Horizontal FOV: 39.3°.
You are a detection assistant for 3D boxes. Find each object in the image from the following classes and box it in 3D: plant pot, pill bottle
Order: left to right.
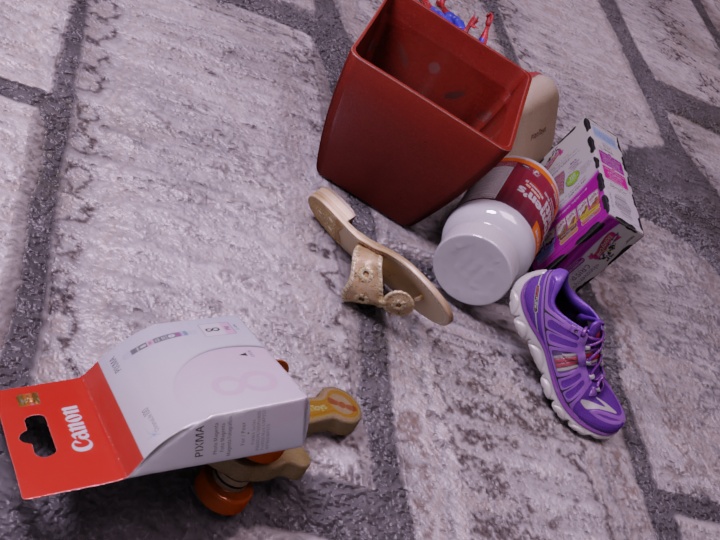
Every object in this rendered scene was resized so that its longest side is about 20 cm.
[{"bbox_3d":[0.059,-0.174,1.177,0.200,0.176,0.200,31,38,-5],"label":"plant pot"},{"bbox_3d":[0.159,-0.048,1.174,0.110,0.110,0.200,36,38,1],"label":"pill bottle"}]

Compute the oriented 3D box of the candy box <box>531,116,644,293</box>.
[{"bbox_3d":[0.273,-0.080,1.270,0.061,0.136,0.200,27,39,-22],"label":"candy box"}]

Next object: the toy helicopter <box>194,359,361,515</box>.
[{"bbox_3d":[-0.077,0.123,0.869,0.200,0.079,0.132,0,40,-51],"label":"toy helicopter"}]

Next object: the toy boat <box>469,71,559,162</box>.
[{"bbox_3d":[0.176,-0.197,1.357,0.131,0.131,0.200,17,29,27],"label":"toy boat"}]

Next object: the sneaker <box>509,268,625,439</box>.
[{"bbox_3d":[0.234,0.090,1.083,0.081,0.083,0.200,-36,99,-48],"label":"sneaker"}]

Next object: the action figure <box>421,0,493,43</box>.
[{"bbox_3d":[0.158,-0.385,1.539,0.065,0.099,0.200,4,50,-32],"label":"action figure"}]

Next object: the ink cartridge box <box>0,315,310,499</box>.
[{"bbox_3d":[-0.159,0.092,0.752,0.200,0.057,0.163,-2,21,-26],"label":"ink cartridge box"}]

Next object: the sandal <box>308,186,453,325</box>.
[{"bbox_3d":[0.000,0.003,1.057,0.070,0.078,0.212,-36,66,-19],"label":"sandal"}]
